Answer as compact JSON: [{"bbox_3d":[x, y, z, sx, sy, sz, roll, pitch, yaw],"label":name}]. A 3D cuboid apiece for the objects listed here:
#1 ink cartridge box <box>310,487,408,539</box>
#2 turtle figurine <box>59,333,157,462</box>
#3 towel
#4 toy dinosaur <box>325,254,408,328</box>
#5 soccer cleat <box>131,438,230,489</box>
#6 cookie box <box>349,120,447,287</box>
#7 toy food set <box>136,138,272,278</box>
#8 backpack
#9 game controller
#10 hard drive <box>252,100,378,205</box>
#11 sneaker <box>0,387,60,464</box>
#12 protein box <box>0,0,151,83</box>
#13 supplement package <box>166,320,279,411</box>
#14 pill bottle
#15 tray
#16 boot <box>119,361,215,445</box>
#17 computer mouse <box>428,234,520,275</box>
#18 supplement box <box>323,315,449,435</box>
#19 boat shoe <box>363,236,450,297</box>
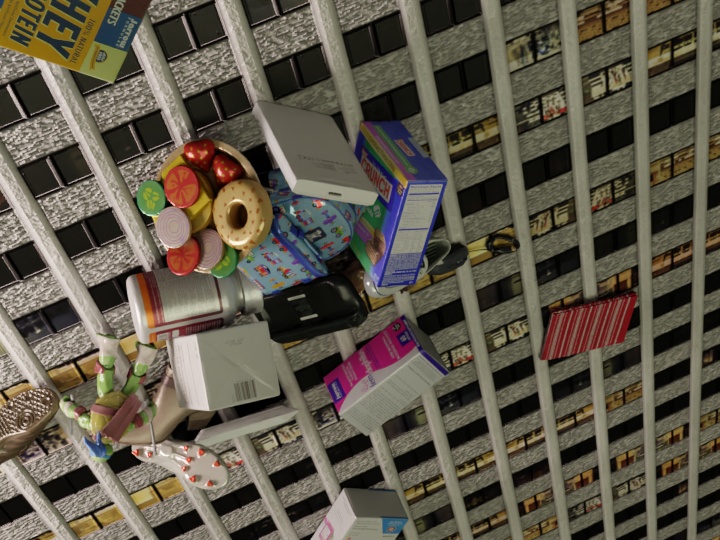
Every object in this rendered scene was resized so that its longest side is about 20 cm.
[{"bbox_3d":[-0.010,0.567,2.258,0.144,0.085,0.201,10,124,-33],"label":"ink cartridge box"},{"bbox_3d":[-0.407,0.206,1.723,0.200,0.143,0.196,24,82,-79],"label":"turtle figurine"},{"bbox_3d":[0.465,0.113,2.145,0.198,0.023,0.145,-11,134,-15],"label":"towel"},{"bbox_3d":[0.000,0.000,1.775,0.199,0.086,0.136,-33,129,-5],"label":"toy dinosaur"},{"bbox_3d":[-0.309,0.331,1.852,0.078,0.198,0.070,40,68,-69],"label":"soccer cleat"},{"bbox_3d":[0.044,-0.105,1.640,0.075,0.172,0.201,-5,130,-27],"label":"cookie box"},{"bbox_3d":[-0.225,-0.088,1.515,0.198,0.201,0.049,-41,169,23],"label":"toy food set"},{"bbox_3d":[-0.093,-0.073,1.588,0.198,0.135,0.183,-17,137,18],"label":"backpack"},{"bbox_3d":[-0.087,0.065,1.751,0.199,0.042,0.105,-15,113,28],"label":"game controller"},{"bbox_3d":[-0.067,-0.169,1.505,0.131,0.201,0.026,8,125,-31],"label":"hard drive"},{"bbox_3d":[-0.568,0.263,1.741,0.199,0.071,0.076,-34,155,7],"label":"sneaker"},{"bbox_3d":[-0.366,-0.347,1.203,0.199,0.199,0.135,14,122,-35],"label":"protein box"},{"bbox_3d":[-0.223,0.154,1.690,0.120,0.200,0.121,-10,89,-23],"label":"supplement package"},{"bbox_3d":[-0.260,0.042,1.657,0.198,0.110,0.110,-12,133,-17],"label":"pill bottle"},{"bbox_3d":[-0.216,0.284,1.921,0.198,0.022,0.107,-14,165,-21],"label":"tray"},{"bbox_3d":[-0.329,0.220,1.812,0.198,0.070,0.147,-8,130,-28],"label":"boot"},{"bbox_3d":[0.200,-0.025,1.883,0.198,0.034,0.059,-13,132,-17],"label":"computer mouse"},{"bbox_3d":[0.046,0.195,1.950,0.200,0.101,0.103,-40,134,10],"label":"supplement box"},{"bbox_3d":[0.080,-0.017,1.744,0.200,0.066,0.074,-40,114,-47],"label":"boat shoe"}]
